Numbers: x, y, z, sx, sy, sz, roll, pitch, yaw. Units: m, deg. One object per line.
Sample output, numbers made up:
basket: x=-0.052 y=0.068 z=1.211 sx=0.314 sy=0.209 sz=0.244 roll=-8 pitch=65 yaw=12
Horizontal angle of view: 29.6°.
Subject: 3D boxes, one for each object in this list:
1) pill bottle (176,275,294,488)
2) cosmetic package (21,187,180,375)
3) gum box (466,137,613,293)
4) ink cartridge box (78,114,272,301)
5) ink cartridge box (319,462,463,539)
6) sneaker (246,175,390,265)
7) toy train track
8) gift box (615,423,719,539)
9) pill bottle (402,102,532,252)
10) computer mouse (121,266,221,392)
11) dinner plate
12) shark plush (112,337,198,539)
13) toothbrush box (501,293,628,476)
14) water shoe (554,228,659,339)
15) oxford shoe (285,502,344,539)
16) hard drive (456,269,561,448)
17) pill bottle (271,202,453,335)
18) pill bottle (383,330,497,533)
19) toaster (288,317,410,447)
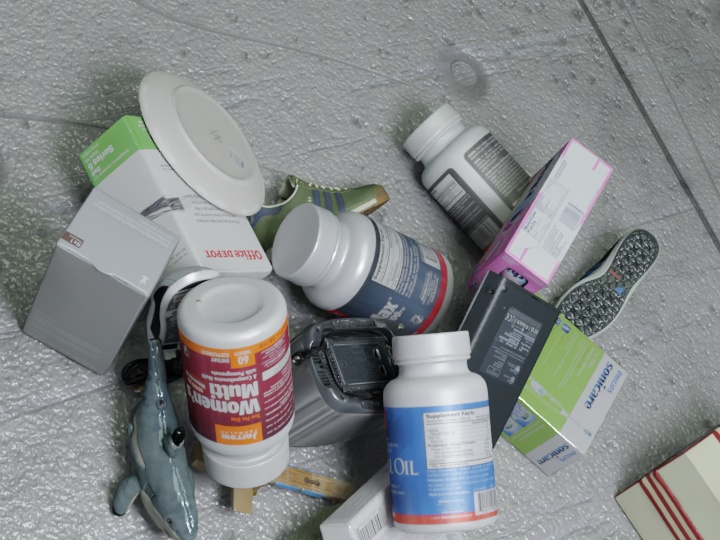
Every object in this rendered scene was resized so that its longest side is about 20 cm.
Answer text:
pill bottle: x=-0.122 y=0.115 z=1.373 sx=0.109 sy=0.201 sz=0.110 roll=-2 pitch=33 yaw=1
cosmetic package: x=-0.269 y=0.016 z=1.400 sx=0.106 sy=0.200 sz=0.091 roll=31 pitch=51 yaw=-8
gum box: x=0.213 y=-0.048 z=1.635 sx=0.066 sy=0.114 sz=0.201 roll=36 pitch=62 yaw=-4
ink cartridge box: x=-0.204 y=-0.064 z=1.522 sx=0.145 sy=0.084 sz=0.201 roll=-1 pitch=60 yaw=-62
ink cartridge box: x=0.046 y=0.309 z=1.478 sx=0.200 sy=0.044 sz=0.178 roll=-32 pitch=108 yaw=-54
sneaker: x=-0.057 y=-0.082 z=1.658 sx=0.199 sy=0.067 sz=0.090 roll=-30 pitch=85 yaw=-34
toy train track: x=-0.097 y=0.227 z=1.489 sx=0.199 sy=0.033 sz=0.115 roll=19 pitch=49 yaw=-26
gift box: x=0.464 y=0.287 z=1.669 sx=0.199 sy=0.185 sz=0.187 roll=-25 pitch=75 yaw=-30
pill bottle: x=0.150 y=-0.116 z=1.766 sx=0.200 sy=0.111 sz=0.111 roll=48 pitch=52 yaw=2
computer mouse: x=-0.191 y=0.052 z=1.432 sx=0.109 sy=0.201 sz=0.044 roll=-14 pitch=57 yaw=-30
dinner plate: x=-0.174 y=-0.151 z=1.560 sx=0.200 sy=0.024 sz=0.201 roll=43 pitch=26 yaw=-27
shark plush: x=-0.191 y=0.172 z=1.397 sx=0.090 sy=0.083 sz=0.202 roll=8 pitch=85 yaw=-30
toothbrush box: x=0.209 y=0.126 z=1.678 sx=0.200 sy=0.086 sz=0.146 roll=40 pitch=52 yaw=-3
water shoe: x=0.321 y=0.031 z=1.807 sx=0.200 sy=0.079 sz=0.072 roll=-43 pitch=84 yaw=-13
oxford shoe: x=-0.066 y=0.314 z=1.434 sx=0.199 sy=0.075 sz=0.058 roll=-29 pitch=106 yaw=-36
hard drive: x=0.143 y=0.113 z=1.540 sx=0.139 sy=0.033 sz=0.201 roll=27 pitch=89 yaw=-51
pill bottle: x=0.000 y=0.000 z=1.583 sx=0.199 sy=0.119 sz=0.120 roll=24 pitch=53 yaw=-34
pill bottle: x=0.081 y=0.166 z=1.423 sx=0.111 sy=0.112 sz=0.202 roll=-3 pitch=86 yaw=-30
toaster: x=-0.032 y=0.127 z=1.499 sx=0.199 sy=0.129 sz=0.114 roll=-1 pitch=62 yaw=-47
